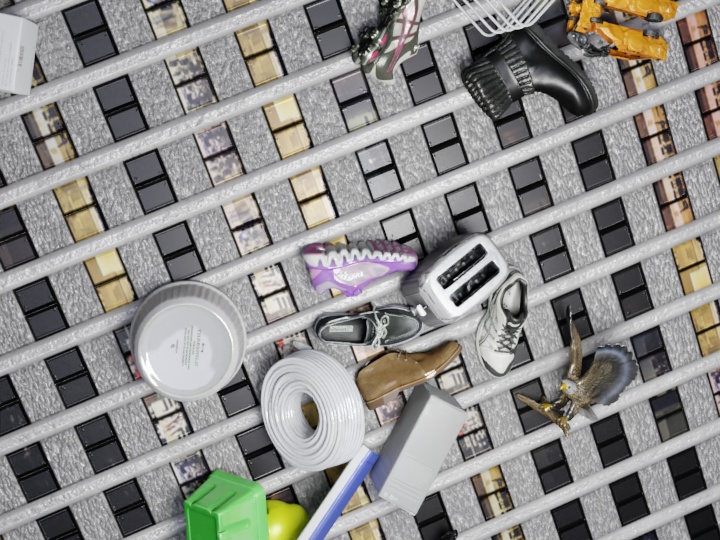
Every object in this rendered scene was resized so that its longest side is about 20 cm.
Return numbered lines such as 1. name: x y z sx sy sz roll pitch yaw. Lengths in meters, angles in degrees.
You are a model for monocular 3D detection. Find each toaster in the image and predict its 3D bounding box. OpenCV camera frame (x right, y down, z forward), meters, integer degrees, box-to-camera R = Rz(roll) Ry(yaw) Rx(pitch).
1. toaster: 0.168 0.010 1.481 0.199 0.129 0.114 -37 94 -8

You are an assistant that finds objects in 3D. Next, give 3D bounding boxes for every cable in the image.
1. cable: -0.082 0.234 1.468 0.069 0.197 0.204 -9 108 -50

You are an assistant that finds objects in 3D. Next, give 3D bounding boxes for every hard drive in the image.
1. hard drive: -0.039 0.393 1.506 0.025 0.132 0.201 33 82 14

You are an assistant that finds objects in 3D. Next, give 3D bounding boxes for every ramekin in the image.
1. ramekin: -0.288 0.123 1.459 0.198 0.094 0.207 -1 99 -8

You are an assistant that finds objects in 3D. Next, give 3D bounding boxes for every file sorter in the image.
1. file sorter: 0.235 -0.463 1.393 0.124 0.200 0.139 43 91 -14

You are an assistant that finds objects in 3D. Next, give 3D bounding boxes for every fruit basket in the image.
1. fruit basket: -0.192 0.452 1.523 0.214 0.153 0.221 -8 100 -51

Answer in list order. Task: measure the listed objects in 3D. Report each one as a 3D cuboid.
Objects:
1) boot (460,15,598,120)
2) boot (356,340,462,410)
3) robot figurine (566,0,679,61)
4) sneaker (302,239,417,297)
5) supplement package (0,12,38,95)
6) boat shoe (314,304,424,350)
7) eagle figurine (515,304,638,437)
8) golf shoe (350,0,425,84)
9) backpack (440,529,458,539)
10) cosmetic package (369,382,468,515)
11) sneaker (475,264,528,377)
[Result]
1. boot: 0.284 -0.303 1.484 0.211 0.079 0.158 45 84 -2
2. boot: 0.084 0.165 1.538 0.197 0.074 0.076 -28 92 -1
3. robot figurine: 0.439 -0.428 1.501 0.196 0.058 0.148 11 97 -11
4. sneaker: 0.000 0.000 1.497 0.196 0.081 0.090 -3 106 -3
5. supplement package: -0.607 -0.342 1.331 0.196 0.110 0.116 9 97 -10
6. boat shoe: 0.020 0.099 1.514 0.195 0.068 0.075 3 98 -10
7. eagle figurine: 0.386 0.185 1.540 0.150 0.151 0.203 27 102 -1
8. golf shoe: 0.068 -0.407 1.451 0.088 0.077 0.201 34 95 -32
9. backpack: 0.159 0.606 1.554 0.200 0.191 0.154 -44 118 0
10. cosmetic package: 0.101 0.306 1.541 0.089 0.107 0.202 30 95 -11
11. sneaker: 0.252 0.095 1.540 0.074 0.088 0.205 2 100 -10
